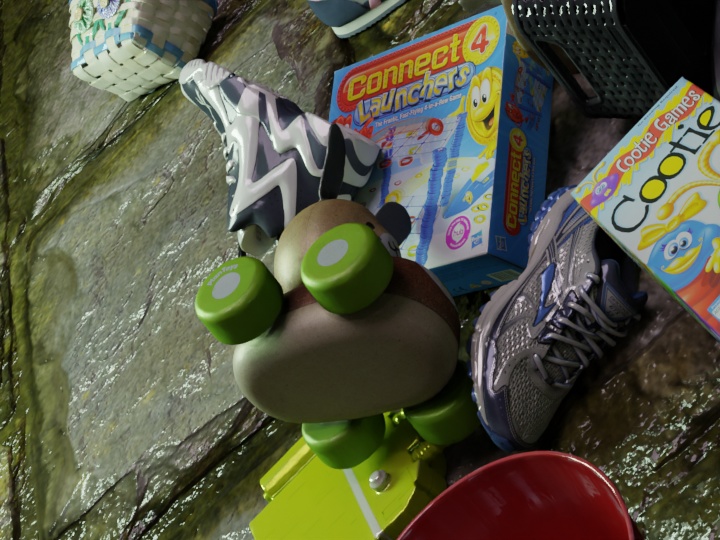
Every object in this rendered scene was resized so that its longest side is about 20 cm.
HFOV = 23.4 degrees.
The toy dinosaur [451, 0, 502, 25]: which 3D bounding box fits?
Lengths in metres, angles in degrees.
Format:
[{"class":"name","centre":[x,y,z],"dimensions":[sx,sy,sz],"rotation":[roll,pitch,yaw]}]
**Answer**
[{"class":"toy dinosaur","centre":[0.105,-0.175,1.388],"dimensions":[0.103,0.077,0.200],"rotation":[-57,23,15]}]

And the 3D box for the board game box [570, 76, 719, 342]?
[{"class":"board game box","centre":[0.224,-0.014,1.006],"dimensions":[0.105,0.103,0.200],"rotation":[-46,29,6]}]

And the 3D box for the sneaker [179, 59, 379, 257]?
[{"class":"sneaker","centre":[-0.087,-0.077,1.351],"dimensions":[0.198,0.079,0.130],"rotation":[29,96,28]}]

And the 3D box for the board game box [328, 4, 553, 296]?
[{"class":"board game box","centre":[0.053,-0.078,1.311],"dimensions":[0.199,0.056,0.197],"rotation":[-16,62,46]}]

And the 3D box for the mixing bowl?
[{"class":"mixing bowl","centre":[0.096,0.209,0.923],"dimensions":[0.200,0.108,0.201],"rotation":[-35,33,27]}]

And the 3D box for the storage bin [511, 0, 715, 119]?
[{"class":"storage bin","centre":[0.208,-0.217,1.215],"dimensions":[0.093,0.135,0.201],"rotation":[5,60,44]}]

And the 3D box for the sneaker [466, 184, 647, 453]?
[{"class":"sneaker","centre":[0.135,0.025,1.118],"dimensions":[0.085,0.077,0.201],"rotation":[-4,54,45]}]

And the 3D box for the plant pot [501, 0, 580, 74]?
[{"class":"plant pot","centre":[0.166,-0.243,1.263],"dimensions":[0.027,0.200,0.201],"rotation":[9,62,41]}]

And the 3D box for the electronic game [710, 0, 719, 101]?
[{"class":"electronic game","centre":[0.260,-0.178,1.102],"dimensions":[0.200,0.041,0.202],"rotation":[-175,90,-90]}]

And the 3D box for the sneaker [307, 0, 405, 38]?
[{"class":"sneaker","centre":[0.026,-0.301,1.633],"dimensions":[0.199,0.082,0.070],"rotation":[-35,32,25]}]

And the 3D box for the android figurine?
[{"class":"android figurine","centre":[-0.014,0.171,1.191],"dimensions":[0.200,0.041,0.182],"rotation":[-46,29,11]}]

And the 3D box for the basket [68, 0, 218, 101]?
[{"class":"basket","centre":[-0.241,-0.307,1.951],"dimensions":[0.176,0.139,0.201],"rotation":[-19,51,44]}]

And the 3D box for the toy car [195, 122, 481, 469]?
[{"class":"toy car","centre":[0.000,0.000,1.170],"dimensions":[0.157,0.165,0.201],"rotation":[-16,40,27]}]
